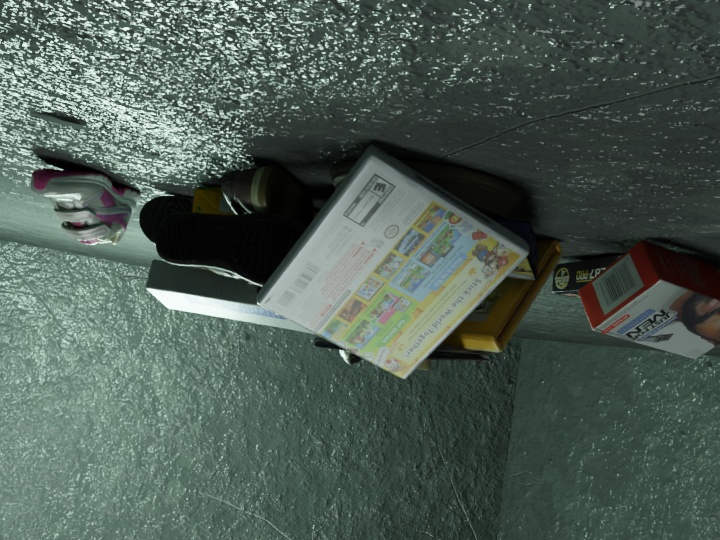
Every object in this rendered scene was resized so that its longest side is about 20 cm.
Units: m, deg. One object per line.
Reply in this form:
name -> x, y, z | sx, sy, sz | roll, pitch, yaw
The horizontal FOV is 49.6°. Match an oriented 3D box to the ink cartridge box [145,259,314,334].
ink cartridge box -> -0.138, 0.033, 0.902 | 0.197, 0.040, 0.100 | 11, 164, 3

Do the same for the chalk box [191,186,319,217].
chalk box -> -0.123, -0.027, 1.044 | 0.123, 0.126, 0.199 | 6, 174, 29

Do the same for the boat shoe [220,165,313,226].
boat shoe -> -0.102, -0.072, 0.880 | 0.065, 0.073, 0.201 | 13, 170, 12

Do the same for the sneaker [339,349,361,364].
sneaker -> 0.001, 0.079, 1.130 | 0.089, 0.079, 0.200 | 46, -172, 16

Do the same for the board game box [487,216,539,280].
board game box -> 0.122, -0.025, 0.849 | 0.134, 0.035, 0.200 | 7, 174, 16

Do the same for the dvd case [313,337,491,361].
dvd case -> 0.058, 0.098, 0.972 | 0.147, 0.016, 0.199 | 2, 174, 32

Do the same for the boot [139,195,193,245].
boot -> -0.231, -0.053, 1.178 | 0.209, 0.080, 0.158 | 15, 177, -18

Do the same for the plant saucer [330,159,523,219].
plant saucer -> 0.065, -0.073, 0.791 | 0.197, 0.030, 0.200 | 9, 175, 1

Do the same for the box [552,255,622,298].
box -> 0.396, 0.021, 1.089 | 0.198, 0.050, 0.161 | 11, 170, -25

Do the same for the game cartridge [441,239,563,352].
game cartridge -> 0.140, 0.026, 1.015 | 0.199, 0.177, 0.033 | 2, 134, 47

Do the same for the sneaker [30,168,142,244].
sneaker -> -0.368, -0.082, 1.054 | 0.080, 0.089, 0.200 | 7, 174, 19

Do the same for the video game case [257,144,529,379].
video game case -> 0.028, 0.002, 0.740 | 0.181, 0.200, 0.023 | 29, -148, -19

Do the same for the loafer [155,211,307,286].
loafer -> -0.115, -0.024, 0.819 | 0.198, 0.074, 0.071 | 13, 176, 19

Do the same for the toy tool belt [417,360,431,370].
toy tool belt -> 0.156, 0.063, 1.133 | 0.198, 0.124, 0.125 | -24, 147, 23

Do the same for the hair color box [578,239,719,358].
hair color box -> 0.381, 0.040, 0.956 | 0.198, 0.064, 0.111 | 14, 137, -30
